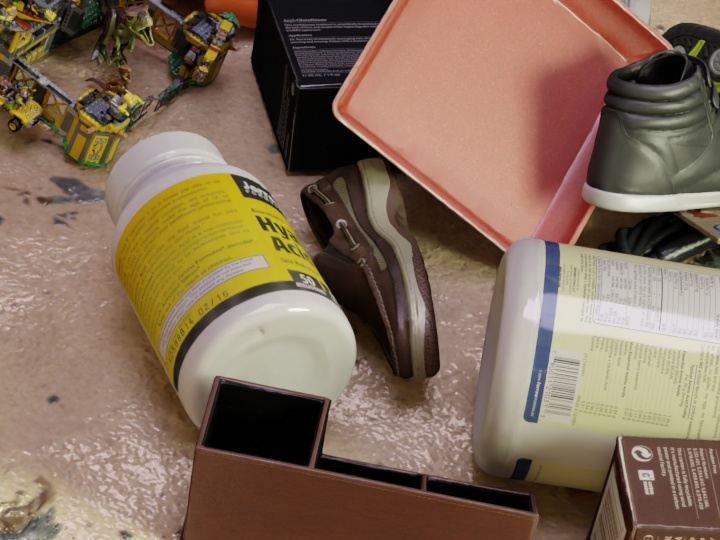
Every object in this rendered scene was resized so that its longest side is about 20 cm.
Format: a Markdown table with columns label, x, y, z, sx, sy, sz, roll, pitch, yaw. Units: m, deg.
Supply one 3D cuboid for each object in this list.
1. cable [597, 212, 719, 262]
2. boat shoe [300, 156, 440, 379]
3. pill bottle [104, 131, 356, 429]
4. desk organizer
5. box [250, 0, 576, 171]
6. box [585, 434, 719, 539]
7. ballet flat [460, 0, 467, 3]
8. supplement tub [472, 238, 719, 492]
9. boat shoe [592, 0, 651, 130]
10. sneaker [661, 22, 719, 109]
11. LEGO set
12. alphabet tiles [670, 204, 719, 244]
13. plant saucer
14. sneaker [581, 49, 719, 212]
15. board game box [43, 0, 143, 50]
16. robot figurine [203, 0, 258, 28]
| label | x | y | z | sx | sy | sz | roll | pitch | yaw |
| --- | --- | --- | --- | --- | --- | --- | --- | --- | --- |
| cable | 0.247 | 0.002 | 1.658 | 0.200 | 0.051 | 0.163 | 11 | 35 | 4 |
| boat shoe | 0.001 | 0.005 | 1.596 | 0.075 | 0.075 | 0.202 | -11 | 34 | -4 |
| pill bottle | -0.088 | 0.004 | 1.534 | 0.111 | 0.111 | 0.200 | -9 | 42 | -23 |
| desk organizer | 0.003 | 0.127 | 1.423 | 0.200 | 0.077 | 0.072 | 11 | 38 | 2 |
| box | 0.034 | -0.141 | 1.774 | 0.200 | 0.079 | 0.141 | -2 | 41 | -14 |
| box | 0.236 | 0.155 | 1.419 | 0.200 | 0.100 | 0.075 | 2 | 44 | -8 |
| ballet flat | 0.046 | -0.226 | 1.765 | 0.068 | 0.072 | 0.200 | -2 | 38 | -13 |
| supplement tub | 0.174 | 0.065 | 1.486 | 0.200 | 0.145 | 0.145 | 9 | 38 | -1 |
| boat shoe | 0.169 | -0.140 | 1.820 | 0.071 | 0.070 | 0.201 | 4 | 33 | 11 |
| sneaker | 0.296 | -0.118 | 1.825 | 0.200 | 0.075 | 0.076 | 33 | 10 | 33 |
| LEGO set | -0.168 | -0.178 | 1.720 | 0.154 | 0.116 | 0.200 | 43 | 44 | 14 |
| alphabet tiles | 0.283 | -0.044 | 1.708 | 0.166 | 0.006 | 0.200 | -2 | 22 | -23 |
| plant saucer | 0.092 | -0.125 | 1.672 | 0.200 | 0.037 | 0.200 | 38 | 70 | -22 |
| sneaker | 0.239 | -0.099 | 1.687 | 0.200 | 0.099 | 0.071 | -8 | 23 | -34 |
| board game box | -0.274 | -0.198 | 1.818 | 0.135 | 0.028 | 0.200 | 33 | 43 | 26 |
| robot figurine | -0.083 | -0.258 | 1.866 | 0.200 | 0.117 | 0.144 | -1 | 39 | -9 |
